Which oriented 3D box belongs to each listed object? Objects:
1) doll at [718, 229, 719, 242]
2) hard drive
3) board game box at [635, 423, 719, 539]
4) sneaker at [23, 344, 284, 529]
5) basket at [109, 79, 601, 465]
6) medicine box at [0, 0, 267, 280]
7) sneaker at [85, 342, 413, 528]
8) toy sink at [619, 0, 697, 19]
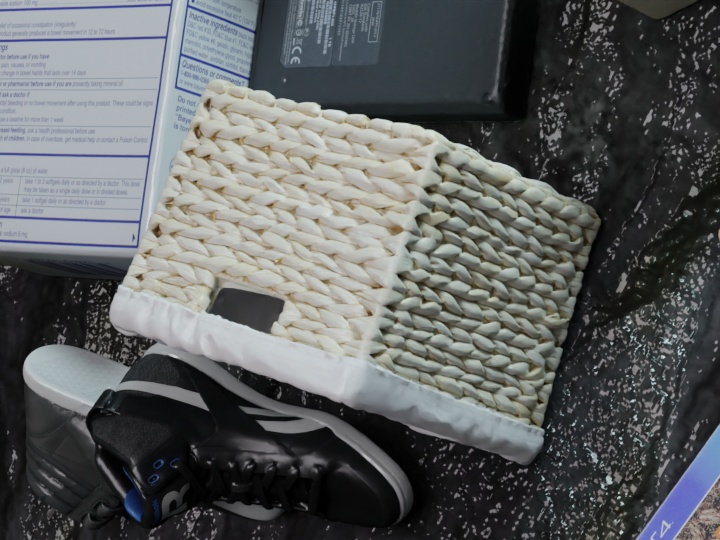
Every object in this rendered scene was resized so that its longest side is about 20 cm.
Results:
[{"bbox_3d":[0.294,-0.027,1.373,0.199,0.048,0.137,-28,55,23],"label":"doll"},{"bbox_3d":[0.022,-0.163,1.621,0.199,0.033,0.140,2,81,38],"label":"hard drive"},{"bbox_3d":[0.258,0.164,1.328,0.200,0.097,0.160,43,106,35],"label":"board game box"},{"bbox_3d":[-0.135,0.130,1.662,0.199,0.071,0.100,26,127,19],"label":"sneaker"},{"bbox_3d":[0.000,0.000,1.498,0.198,0.200,0.162,16,88,39],"label":"basket"},{"bbox_3d":[-0.161,-0.099,1.702,0.182,0.103,0.201,3,81,38],"label":"medicine box"},{"bbox_3d":[-0.077,0.128,1.558,0.199,0.112,0.073,25,138,22],"label":"sneaker"},{"bbox_3d":[0.201,-0.246,1.442,0.200,0.130,0.113,-27,65,31],"label":"toy sink"}]
